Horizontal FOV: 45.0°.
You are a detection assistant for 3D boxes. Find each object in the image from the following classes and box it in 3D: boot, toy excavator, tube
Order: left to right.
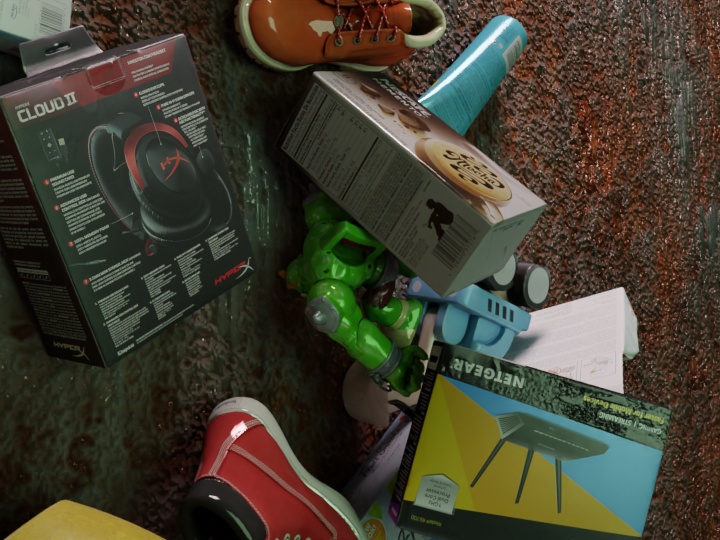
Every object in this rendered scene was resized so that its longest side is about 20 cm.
[{"bbox_3d":[-0.060,0.210,0.649,0.200,0.072,0.144,54,17,-20],"label":"boot"},{"bbox_3d":[-0.013,-0.219,0.763,0.199,0.107,0.075,-11,95,-45],"label":"boot"},{"bbox_3d":[0.083,0.065,0.855,0.194,0.100,0.201,23,78,-42],"label":"toy excavator"},{"bbox_3d":[0.118,-0.202,0.948,0.078,0.050,0.200,53,56,-24],"label":"tube"}]

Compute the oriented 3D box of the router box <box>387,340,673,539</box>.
[{"bbox_3d":[0.137,0.155,0.707,0.199,0.051,0.150,16,87,-7],"label":"router box"}]

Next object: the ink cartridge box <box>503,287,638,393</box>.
[{"bbox_3d":[0.194,0.101,0.868,0.050,0.162,0.200,61,27,-21],"label":"ink cartridge box"}]

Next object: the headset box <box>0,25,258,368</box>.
[{"bbox_3d":[-0.168,-0.060,0.586,0.149,0.075,0.201,-37,120,-43],"label":"headset box"}]

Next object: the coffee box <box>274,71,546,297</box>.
[{"bbox_3d":[0.041,-0.080,0.732,0.200,0.080,0.113,43,30,19],"label":"coffee box"}]

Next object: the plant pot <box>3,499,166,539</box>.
[{"bbox_3d":[-0.172,0.223,0.509,0.142,0.200,0.200,49,48,4],"label":"plant pot"}]

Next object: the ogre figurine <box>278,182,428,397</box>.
[{"bbox_3d":[0.000,0.000,0.757,0.120,0.098,0.201,27,64,-37],"label":"ogre figurine"}]

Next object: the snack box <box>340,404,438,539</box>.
[{"bbox_3d":[0.056,0.226,0.829,0.200,0.053,0.143,-47,118,-39],"label":"snack box"}]

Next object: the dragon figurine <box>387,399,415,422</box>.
[{"bbox_3d":[0.100,0.188,0.768,0.059,0.099,0.201,-35,109,-43],"label":"dragon figurine"}]

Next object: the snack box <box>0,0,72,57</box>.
[{"bbox_3d":[-0.243,-0.250,0.568,0.116,0.037,0.201,12,78,-47],"label":"snack box"}]
